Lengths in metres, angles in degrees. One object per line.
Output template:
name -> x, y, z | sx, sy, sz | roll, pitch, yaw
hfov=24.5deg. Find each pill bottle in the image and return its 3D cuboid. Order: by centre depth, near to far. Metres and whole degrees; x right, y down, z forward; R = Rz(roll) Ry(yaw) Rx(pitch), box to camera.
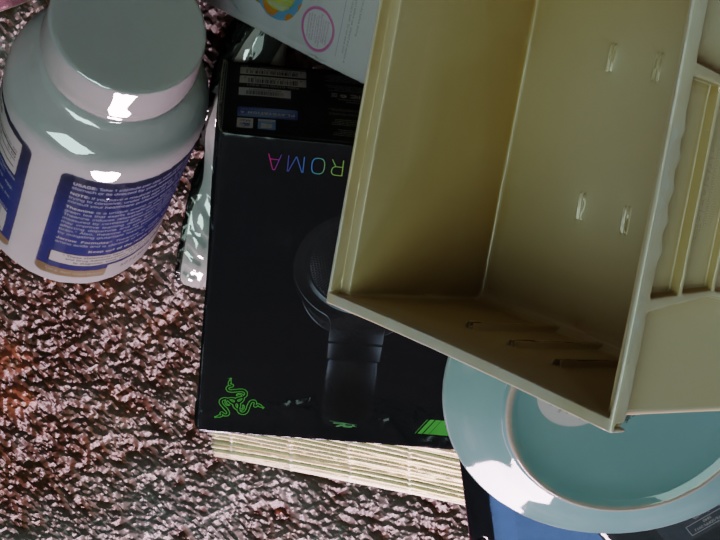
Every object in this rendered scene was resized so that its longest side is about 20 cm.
pill bottle -> -0.146, -0.082, 0.918 | 0.111, 0.111, 0.200 | 34, 149, -1

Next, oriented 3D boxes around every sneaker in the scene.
sneaker -> -0.056, -0.073, 0.961 | 0.079, 0.074, 0.201 | 11, 125, -3

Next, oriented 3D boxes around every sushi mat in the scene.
sushi mat -> -0.009, 0.103, 1.058 | 0.199, 0.012, 0.096 | 9, 134, 16

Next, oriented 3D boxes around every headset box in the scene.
headset box -> 0.000, 0.000, 0.910 | 0.173, 0.093, 0.201 | 5, 121, -5

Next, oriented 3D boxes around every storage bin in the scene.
storage bin -> 0.092, -0.056, 0.717 | 0.200, 0.093, 0.200 | 23, 106, 53

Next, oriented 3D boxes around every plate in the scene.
plate -> 0.143, 0.069, 0.886 | 0.199, 0.026, 0.201 | -1, 122, -1

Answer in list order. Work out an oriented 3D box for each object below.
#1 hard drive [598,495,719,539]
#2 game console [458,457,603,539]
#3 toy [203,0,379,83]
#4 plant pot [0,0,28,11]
hard drive -> 0.210, 0.133, 0.958 | 0.139, 0.033, 0.200 | -33, 111, 18
game console -> 0.154, 0.155, 1.006 | 0.176, 0.031, 0.201 | -2, 120, 11
toy -> -0.029, -0.182, 0.866 | 0.199, 0.047, 0.116 | 29, 118, 31
plant pot -> -0.212, -0.242, 0.860 | 0.199, 0.201, 0.179 | -10, 130, 25
